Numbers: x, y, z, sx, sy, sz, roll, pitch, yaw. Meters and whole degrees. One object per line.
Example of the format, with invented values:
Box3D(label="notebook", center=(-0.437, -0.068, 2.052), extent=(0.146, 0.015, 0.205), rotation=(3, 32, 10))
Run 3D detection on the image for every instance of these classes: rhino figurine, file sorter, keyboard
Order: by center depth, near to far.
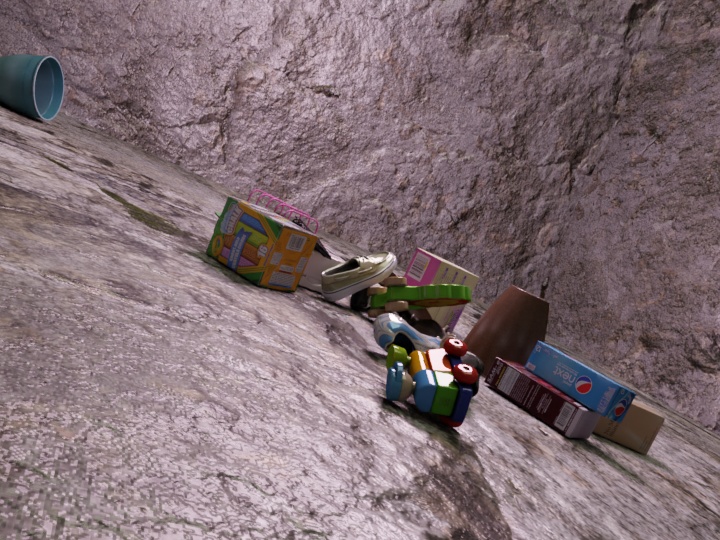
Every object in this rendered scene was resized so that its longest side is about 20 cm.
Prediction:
Box3D(label="rhino figurine", center=(0.140, 0.131, 1.323), extent=(0.087, 0.060, 0.200), rotation=(21, 6, 22))
Box3D(label="keyboard", center=(-0.120, -0.070, 1.367), extent=(0.104, 0.040, 0.200), rotation=(47, 0, -17))
Box3D(label="file sorter", center=(-0.232, -0.130, 1.744), extent=(0.138, 0.127, 0.199), rotation=(20, 8, -46))

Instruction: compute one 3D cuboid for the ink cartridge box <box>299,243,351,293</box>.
Box3D(label="ink cartridge box", center=(-0.129, -0.024, 1.430), extent=(0.144, 0.085, 0.200), rotation=(21, 8, -29))

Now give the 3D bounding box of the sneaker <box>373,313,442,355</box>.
Box3D(label="sneaker", center=(0.099, 0.142, 1.088), extent=(0.199, 0.072, 0.073), rotation=(30, 37, -32))

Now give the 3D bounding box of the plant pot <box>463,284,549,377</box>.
Box3D(label="plant pot", center=(0.339, 0.142, 1.402), extent=(0.185, 0.202, 0.187), rotation=(25, 5, -2))

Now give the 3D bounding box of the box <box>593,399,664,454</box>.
Box3D(label="box", center=(0.527, 0.303, 1.321), extent=(0.198, 0.096, 0.078), rotation=(23, 6, -12))

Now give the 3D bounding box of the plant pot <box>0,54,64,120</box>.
Box3D(label="plant pot", center=(-1.087, -0.598, 1.992), extent=(0.186, 0.203, 0.200), rotation=(10, 7, -3))

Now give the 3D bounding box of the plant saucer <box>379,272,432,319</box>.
Box3D(label="plant saucer", center=(0.096, 0.070, 1.525), extent=(0.201, 0.037, 0.201), rotation=(47, -10, 11))

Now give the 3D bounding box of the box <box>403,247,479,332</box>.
Box3D(label="box", center=(0.204, 0.057, 1.701), extent=(0.199, 0.177, 0.096), rotation=(19, 9, -47))

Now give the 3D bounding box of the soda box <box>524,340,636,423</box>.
Box3D(label="soda box", center=(0.417, 0.211, 1.197), extent=(0.067, 0.065, 0.200), rotation=(24, 5, -38))

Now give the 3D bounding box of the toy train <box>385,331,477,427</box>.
Box3D(label="toy train", center=(0.088, 0.131, 0.888), extent=(0.114, 0.086, 0.200), rotation=(11, 21, -7))

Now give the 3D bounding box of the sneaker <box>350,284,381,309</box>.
Box3D(label="sneaker", center=(0.026, 0.055, 1.448), extent=(0.088, 0.075, 0.200), rotation=(23, 6, 0))

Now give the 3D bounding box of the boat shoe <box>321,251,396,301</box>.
Box3D(label="boat shoe", center=(0.000, 0.000, 1.349), extent=(0.199, 0.063, 0.072), rotation=(-30, 36, -31))

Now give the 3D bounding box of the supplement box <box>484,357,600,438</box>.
Box3D(label="supplement box", center=(0.352, 0.247, 1.213), extent=(0.199, 0.061, 0.108), rotation=(32, 7, 40))

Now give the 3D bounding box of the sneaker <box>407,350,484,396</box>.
Box3D(label="sneaker", center=(0.161, 0.176, 1.010), extent=(0.090, 0.067, 0.199), rotation=(33, 13, 36))

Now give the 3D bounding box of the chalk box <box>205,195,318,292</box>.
Box3D(label="chalk box", center=(-0.207, -0.059, 1.217), extent=(0.199, 0.125, 0.124), rotation=(28, 7, 31))

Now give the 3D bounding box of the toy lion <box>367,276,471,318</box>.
Box3D(label="toy lion", center=(0.126, 0.057, 1.293), extent=(0.189, 0.070, 0.200), rotation=(1, -11, -16))
